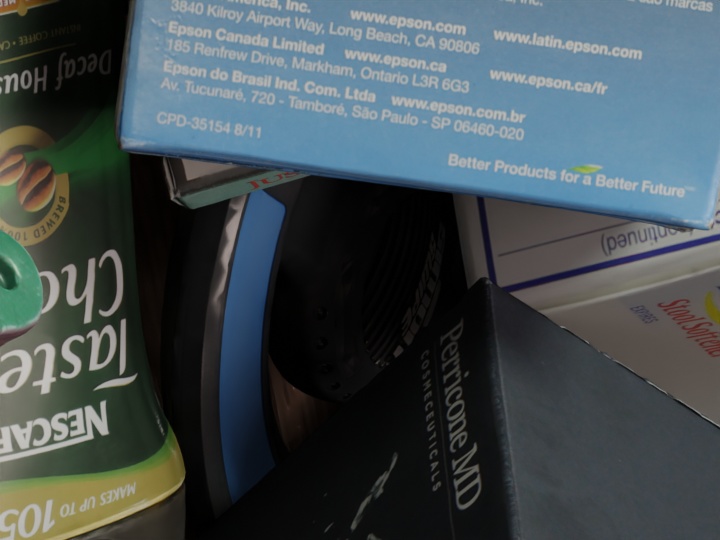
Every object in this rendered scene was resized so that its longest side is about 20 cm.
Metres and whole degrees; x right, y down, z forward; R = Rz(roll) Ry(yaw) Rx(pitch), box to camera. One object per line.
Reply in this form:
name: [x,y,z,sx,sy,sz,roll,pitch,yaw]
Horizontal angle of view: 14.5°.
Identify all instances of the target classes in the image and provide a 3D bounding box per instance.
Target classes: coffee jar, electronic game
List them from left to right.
coffee jar: [-0.104,0.003,0.727,0.104,0.085,0.200,-18,108,-40]
electronic game: [0.000,0.000,0.834,0.200,0.042,0.200,-40,136,-53]

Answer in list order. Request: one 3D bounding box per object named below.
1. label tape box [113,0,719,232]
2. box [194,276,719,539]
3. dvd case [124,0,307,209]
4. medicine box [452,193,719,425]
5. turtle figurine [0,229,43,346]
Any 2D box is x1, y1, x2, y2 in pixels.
label tape box: [0.026,-0.120,0.666,0.063,0.144,0.200,-86,-175,-77]
box: [0.018,0.148,0.715,0.124,0.197,0.200,33,30,-27]
dvd case: [-0.004,-0.131,0.743,0.022,0.146,0.200,47,28,-78]
medicine box: [0.093,-0.067,0.832,0.182,0.103,0.200,36,44,-64]
turtle figurine: [-0.158,0.023,0.641,0.101,0.200,0.150,-1,59,-57]
